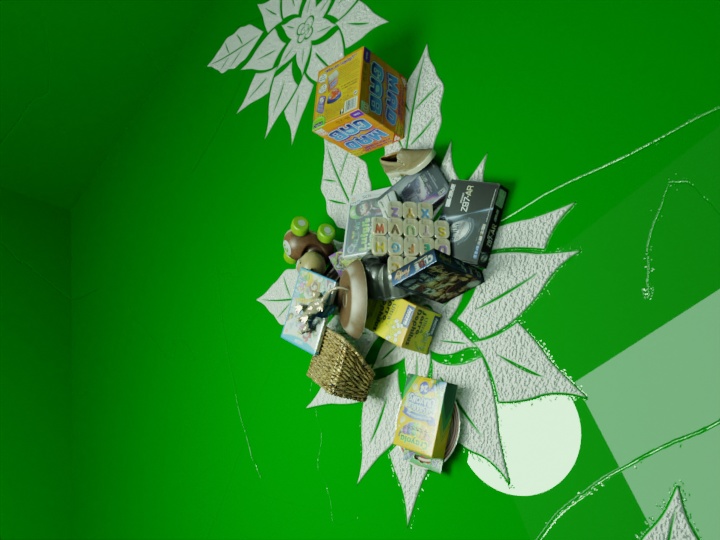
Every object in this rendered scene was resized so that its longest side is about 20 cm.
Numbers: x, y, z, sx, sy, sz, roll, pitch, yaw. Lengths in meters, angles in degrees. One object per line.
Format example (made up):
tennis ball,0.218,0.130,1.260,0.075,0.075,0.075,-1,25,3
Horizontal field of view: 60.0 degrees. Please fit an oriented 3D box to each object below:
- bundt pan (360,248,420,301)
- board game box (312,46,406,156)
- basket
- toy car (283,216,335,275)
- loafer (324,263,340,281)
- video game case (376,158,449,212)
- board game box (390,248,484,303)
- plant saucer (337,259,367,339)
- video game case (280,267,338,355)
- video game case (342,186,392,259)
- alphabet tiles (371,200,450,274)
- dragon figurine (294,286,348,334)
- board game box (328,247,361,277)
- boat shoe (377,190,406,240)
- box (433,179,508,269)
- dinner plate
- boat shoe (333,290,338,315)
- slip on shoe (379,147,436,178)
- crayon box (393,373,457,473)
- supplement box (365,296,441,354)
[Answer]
bundt pan,0.082,-0.012,1.599,0.197,0.077,0.203,-12,30,7
board game box,-0.001,-0.494,1.855,0.197,0.197,0.205,-11,67,43
basket,-0.038,0.245,1.657,0.199,0.140,0.153,14,88,66
toy car,-0.161,-0.020,1.828,0.166,0.154,0.204,114,167,-50
loafer,-0.093,0.046,1.865,0.200,0.071,0.073,-47,12,12
video game case,0.144,-0.204,1.703,0.198,0.019,0.145,-37,51,15
board game box,0.184,0.017,1.475,0.134,0.198,0.035,-31,56,34
plant saucer,-0.025,0.074,1.596,0.200,0.036,0.206,180,90,-74
video game case,-0.139,0.108,1.692,0.141,0.018,0.205,20,95,39
video game case,0.037,-0.137,1.772,0.178,0.023,0.205,-9,63,31
alphabet tiles,0.125,-0.082,1.540,0.015,0.194,0.201,102,170,-69
dragon figurine,-0.104,0.091,1.609,0.199,0.099,0.059,-42,74,15
board game box,0.000,0.000,1.759,0.118,0.033,0.201,-26,48,-7
boat shoe,0.088,-0.128,1.642,0.066,0.074,0.202,-27,37,14
box,0.268,-0.119,1.553,0.158,0.043,0.205,16,87,47
dinner plate,0.163,0.371,1.498,0.197,0.024,0.206,-18,64,41
boat shoe,-0.033,0.094,1.777,0.195,0.065,0.074,-6,56,25
slip on shoe,0.127,-0.309,1.727,0.077,0.061,0.198,-52,24,-21
crayon box,0.149,0.355,1.465,0.124,0.051,0.205,4,79,47
supplement box,0.091,0.121,1.601,0.198,0.108,0.111,23,93,47
